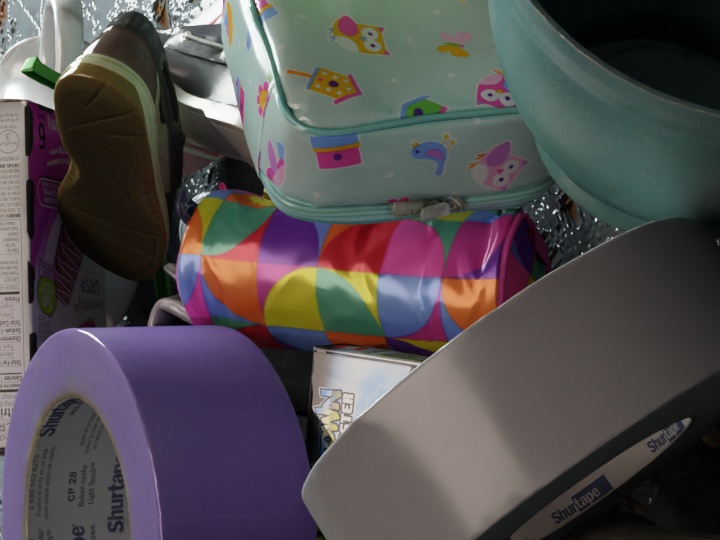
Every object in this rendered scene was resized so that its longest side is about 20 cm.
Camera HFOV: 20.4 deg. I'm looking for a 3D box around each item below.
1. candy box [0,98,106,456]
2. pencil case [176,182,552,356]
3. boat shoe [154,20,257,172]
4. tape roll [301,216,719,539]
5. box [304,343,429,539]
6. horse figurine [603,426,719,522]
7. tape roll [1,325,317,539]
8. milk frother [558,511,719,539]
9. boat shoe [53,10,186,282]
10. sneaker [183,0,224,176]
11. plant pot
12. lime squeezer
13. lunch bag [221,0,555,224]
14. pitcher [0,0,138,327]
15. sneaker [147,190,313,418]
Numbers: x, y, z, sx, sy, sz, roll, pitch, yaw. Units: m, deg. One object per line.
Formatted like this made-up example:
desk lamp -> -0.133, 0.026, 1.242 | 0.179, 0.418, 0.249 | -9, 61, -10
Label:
candy box -> -0.197, 0.007, 1.178 | 0.061, 0.136, 0.202 | -2, 87, 11
pencil case -> 0.000, 0.000, 1.024 | 0.199, 0.088, 0.089 | 7, 90, 26
boat shoe -> -0.074, -0.105, 1.120 | 0.063, 0.073, 0.200 | -48, 42, -10
tape roll -> 0.075, 0.064, 0.811 | 0.066, 0.200, 0.200 | 54, 128, 15
box -> 0.022, 0.142, 0.960 | 0.109, 0.035, 0.202 | 7, 94, 27
horse figurine -> 0.120, 0.062, 0.942 | 0.133, 0.050, 0.201 | 47, 123, 38
tape roll -> -0.106, 0.128, 1.003 | 0.200, 0.084, 0.202 | -1, 88, 59
milk frother -> 0.168, 0.113, 0.806 | 0.188, 0.181, 0.201 | 1, 53, 52
boat shoe -> -0.126, -0.065, 1.106 | 0.066, 0.071, 0.201 | -60, -12, -28
sneaker -> -0.075, -0.097, 1.200 | 0.200, 0.075, 0.105 | -43, 47, 34
plant pot -> 0.142, -0.097, 0.847 | 0.135, 0.199, 0.201 | 101, 153, -54
lime squeezer -> -0.142, -0.070, 1.197 | 0.037, 0.201, 0.071 | -15, 42, 11
lunch bag -> 0.018, -0.106, 1.003 | 0.201, 0.159, 0.077 | -109, 20, -44
pitcher -> -0.200, -0.064, 1.309 | 0.172, 0.120, 0.201 | 114, 154, -61
sneaker -> -0.085, 0.011, 1.162 | 0.200, 0.114, 0.075 | 51, 122, 44
